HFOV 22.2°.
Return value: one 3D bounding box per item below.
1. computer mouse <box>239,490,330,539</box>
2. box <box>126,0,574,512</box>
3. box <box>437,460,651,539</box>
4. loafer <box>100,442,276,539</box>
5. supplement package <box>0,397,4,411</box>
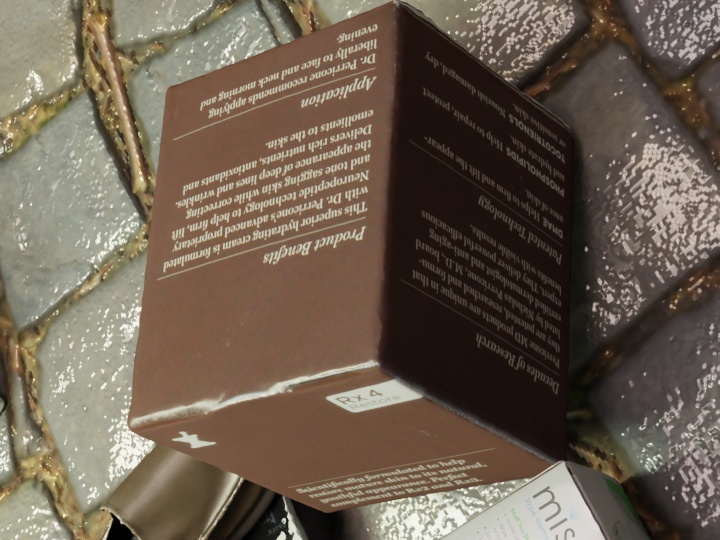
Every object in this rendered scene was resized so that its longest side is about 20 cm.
[{"bbox_3d":[-0.066,0.168,1.092,0.140,0.046,0.200,-38,70,31],"label":"computer mouse"},{"bbox_3d":[0.000,0.000,0.954,0.166,0.164,0.201,-15,60,36],"label":"box"},{"bbox_3d":[0.091,0.226,0.913,0.176,0.097,0.200,-35,65,14],"label":"box"},{"bbox_3d":[-0.105,0.138,1.047,0.073,0.071,0.200,35,110,30],"label":"loafer"},{"bbox_3d":[-0.391,0.067,1.242,0.147,0.200,0.191,-50,60,21],"label":"supplement package"}]
